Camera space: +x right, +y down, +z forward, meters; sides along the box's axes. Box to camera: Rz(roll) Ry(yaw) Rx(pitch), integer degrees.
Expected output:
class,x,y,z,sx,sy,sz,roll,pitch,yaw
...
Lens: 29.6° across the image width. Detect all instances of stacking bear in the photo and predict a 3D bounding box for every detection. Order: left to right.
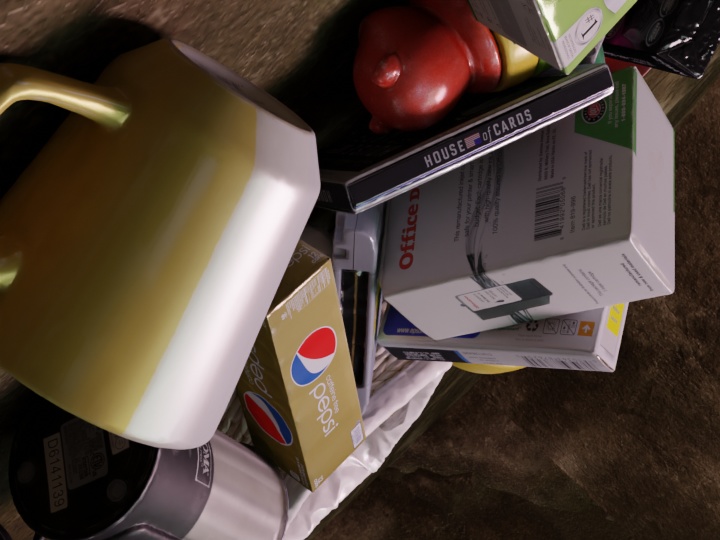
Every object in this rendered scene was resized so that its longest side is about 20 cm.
class,x,y,z,sx,sy,sz,roll,pitch,yaw
stacking bear,0.077,-0.166,0.882,0.199,0.114,0.122,-39,166,-18

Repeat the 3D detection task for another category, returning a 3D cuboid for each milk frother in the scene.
class,x,y,z,sx,sy,sz,roll,pitch,yaw
milk frother,-0.179,0.182,0.940,0.197,0.183,0.188,-8,153,23

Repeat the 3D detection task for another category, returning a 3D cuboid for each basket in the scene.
class,x,y,z,sx,sy,sz,roll,pitch,yaw
basket,-0.060,0.126,1.204,0.200,0.161,0.199,-37,164,-41

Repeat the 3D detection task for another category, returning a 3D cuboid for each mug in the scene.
class,x,y,z,sx,sy,sz,roll,pitch,yaw
mug,-0.098,-0.020,0.624,0.154,0.149,0.187,-57,174,9

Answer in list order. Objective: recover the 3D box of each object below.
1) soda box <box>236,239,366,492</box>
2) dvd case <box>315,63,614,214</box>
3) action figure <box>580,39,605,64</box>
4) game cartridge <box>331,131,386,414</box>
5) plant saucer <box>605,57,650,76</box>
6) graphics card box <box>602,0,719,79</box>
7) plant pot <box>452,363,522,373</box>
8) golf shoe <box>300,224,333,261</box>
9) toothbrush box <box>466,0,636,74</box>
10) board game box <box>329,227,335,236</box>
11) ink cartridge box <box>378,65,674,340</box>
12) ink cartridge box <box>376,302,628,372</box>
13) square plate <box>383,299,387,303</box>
class,x,y,z,sx,sy,sz,roll,pitch,yaw
soda box,-0.051,0.063,0.962,0.064,0.067,0.202,-41,143,-27
dvd case,0.049,-0.091,0.911,0.198,0.025,0.150,-25,-165,-19
action figure,0.190,-0.238,1.058,0.118,0.054,0.202,51,48,-52
game cartridge,0.000,0.000,1.061,0.134,0.040,0.202,-86,179,-46
plant saucer,0.162,-0.141,1.303,0.200,0.037,0.199,-46,-164,-11
graphics card box,0.250,-0.235,1.140,0.127,0.050,0.200,-62,-160,7
plant pot,0.124,0.023,1.540,0.201,0.201,0.189,-43,-176,-22
golf shoe,-0.080,0.015,0.994,0.200,0.078,0.098,-42,162,-35
toothbrush box,0.135,-0.238,0.761,0.200,0.086,0.146,-46,143,-6
board game box,0.081,-0.065,1.182,0.200,0.135,0.035,-46,136,-4
ink cartridge box,0.121,-0.044,0.988,0.198,0.148,0.083,-12,144,31
ink cartridge box,0.124,-0.024,1.064,0.047,0.196,0.202,41,59,-44
square plate,0.045,-0.009,1.317,0.199,0.029,0.198,-16,-163,49
